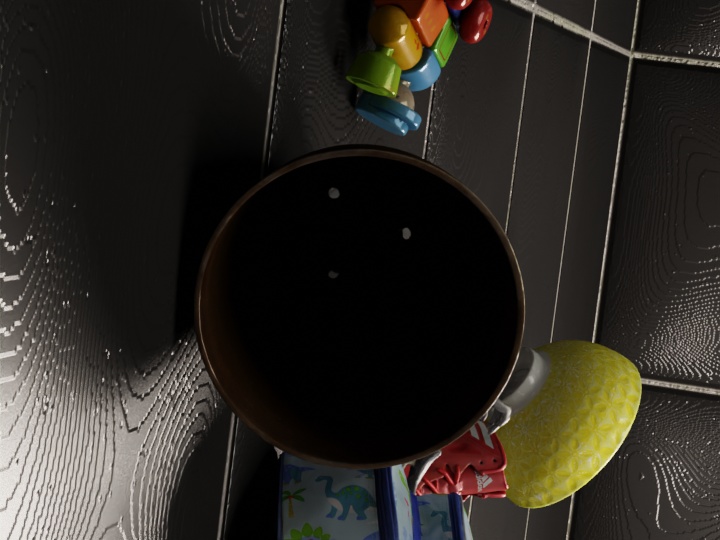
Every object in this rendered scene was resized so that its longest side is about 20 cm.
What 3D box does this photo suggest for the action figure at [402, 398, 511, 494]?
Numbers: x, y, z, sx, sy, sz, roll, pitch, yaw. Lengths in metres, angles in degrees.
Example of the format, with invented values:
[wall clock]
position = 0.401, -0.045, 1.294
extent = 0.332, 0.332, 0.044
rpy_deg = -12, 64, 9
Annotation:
[action figure]
position = 0.046, 0.102, 1.634
extent = 0.102, 0.119, 0.200
rpy_deg = 31, 68, -36

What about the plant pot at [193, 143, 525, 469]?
[plant pot]
position = 0.000, 0.000, 1.273
extent = 0.200, 0.187, 0.187
rpy_deg = -89, -177, -76

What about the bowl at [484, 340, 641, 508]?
[bowl]
position = 0.193, 0.144, 2.258
extent = 0.108, 0.200, 0.200
rpy_deg = 41, 44, -22

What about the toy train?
[toy train]
position = 0.024, -0.174, 1.460
extent = 0.116, 0.085, 0.200
rpy_deg = -66, 165, -8

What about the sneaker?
[sneaker]
position = 0.059, 0.176, 1.722
extent = 0.200, 0.115, 0.078
rpy_deg = -67, 161, -48

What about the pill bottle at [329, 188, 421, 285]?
[pill bottle]
position = 0.023, 0.031, 1.483
extent = 0.200, 0.113, 0.113
rpy_deg = 82, 20, -49

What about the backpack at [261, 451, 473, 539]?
[backpack]
position = 0.009, 0.217, 1.429
extent = 0.183, 0.147, 0.200
rpy_deg = -94, 176, -61
